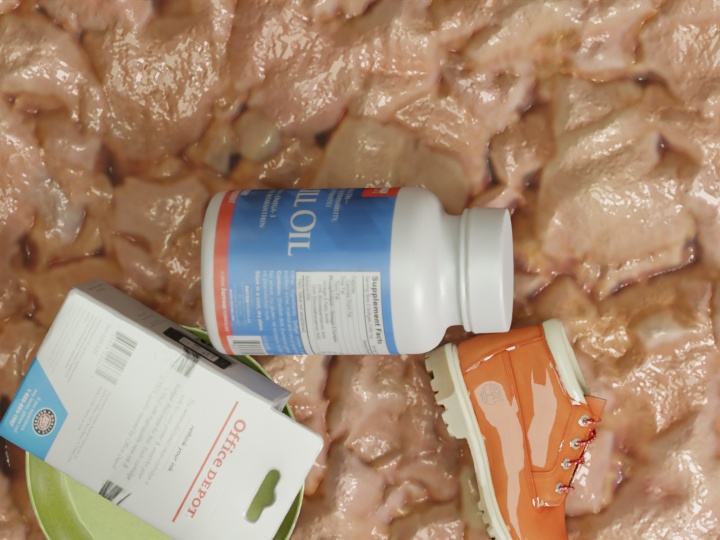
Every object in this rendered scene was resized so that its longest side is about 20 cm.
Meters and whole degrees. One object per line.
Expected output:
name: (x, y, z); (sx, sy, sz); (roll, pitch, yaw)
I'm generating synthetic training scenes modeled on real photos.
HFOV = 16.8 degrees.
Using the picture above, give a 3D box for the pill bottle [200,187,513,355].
pill bottle: (0.000, 0.000, 1.626); (0.198, 0.112, 0.113); (-1, 96, 8)

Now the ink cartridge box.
ink cartridge box: (-0.128, 0.106, 1.648); (0.199, 0.067, 0.116); (30, 99, 6)

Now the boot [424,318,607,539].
boot: (0.125, 0.132, 1.641); (0.107, 0.075, 0.201); (-20, 91, 5)

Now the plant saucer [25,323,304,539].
plant saucer: (-0.134, 0.135, 1.701); (0.198, 0.031, 0.202); (1, 95, 9)
